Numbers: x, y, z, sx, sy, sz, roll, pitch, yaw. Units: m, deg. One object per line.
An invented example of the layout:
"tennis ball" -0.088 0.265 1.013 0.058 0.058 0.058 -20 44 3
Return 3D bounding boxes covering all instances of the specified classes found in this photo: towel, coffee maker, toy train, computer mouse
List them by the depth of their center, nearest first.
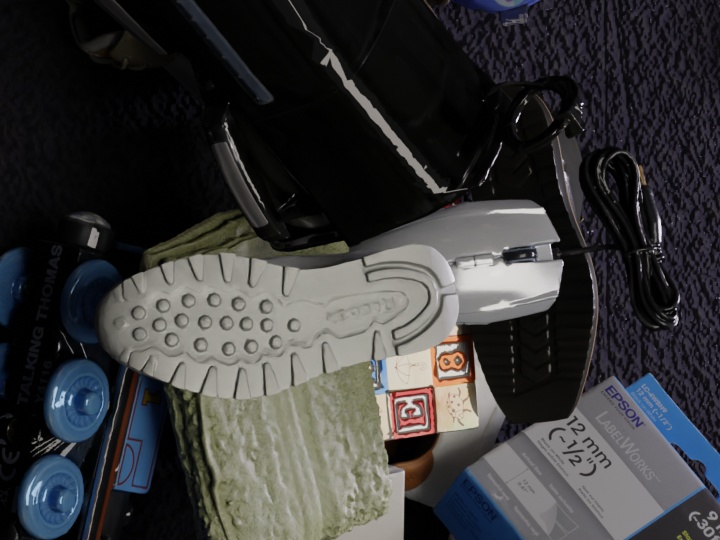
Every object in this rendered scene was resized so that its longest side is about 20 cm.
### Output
"coffee maker" -0.017 -0.130 1.410 0.200 0.192 0.135 52 19 -31
"toy train" -0.153 0.070 1.480 0.114 0.087 0.200 15 85 -51
"towel" -0.051 0.063 1.500 0.148 0.036 0.200 -22 103 -44
"computer mouse" 0.077 -0.003 1.548 0.200 0.044 0.110 -11 86 -1

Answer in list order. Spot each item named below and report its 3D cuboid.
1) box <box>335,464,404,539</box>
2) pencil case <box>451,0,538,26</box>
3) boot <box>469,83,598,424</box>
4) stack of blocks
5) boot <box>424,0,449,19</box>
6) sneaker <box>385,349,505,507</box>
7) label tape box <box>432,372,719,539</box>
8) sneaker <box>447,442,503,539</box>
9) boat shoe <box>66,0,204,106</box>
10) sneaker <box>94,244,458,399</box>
"box" -0.031 0.212 1.615 0.078 0.095 0.200 -7 100 -43
"pencil case" 0.059 -0.247 1.643 0.087 0.078 0.200 -31 122 -6
"boot" 0.116 -0.009 1.646 0.138 0.077 0.200 6 81 -74
"stack of blocks" 0.000 0.000 1.607 0.115 0.059 0.200 -6 94 -22
"boot" -0.021 -0.177 1.517 0.070 0.146 0.200 -43 122 -43
"sneaker" 0.062 0.047 1.694 0.085 0.073 0.200 26 79 -46
"label tape box" 0.167 0.146 1.687 0.200 0.066 0.143 -30 72 -31
"sneaker" 0.092 0.210 1.745 0.077 0.080 0.200 11 89 -45
"boat shoe" -0.127 -0.143 1.484 0.200 0.075 0.068 48 69 -30
"sneaker" -0.050 0.026 1.431 0.200 0.080 0.076 -2 92 -26
